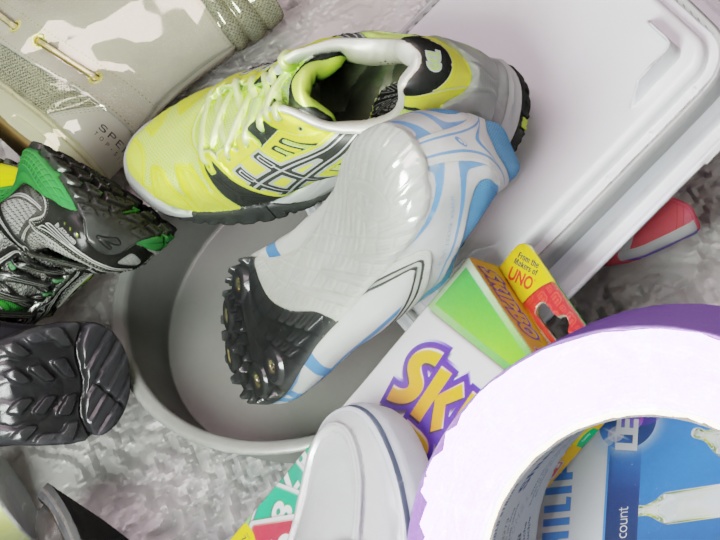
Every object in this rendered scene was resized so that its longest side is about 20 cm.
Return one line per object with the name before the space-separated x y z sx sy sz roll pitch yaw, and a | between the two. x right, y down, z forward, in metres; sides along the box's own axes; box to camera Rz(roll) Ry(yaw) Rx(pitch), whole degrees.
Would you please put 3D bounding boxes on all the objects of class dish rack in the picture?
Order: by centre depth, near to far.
dish rack | 0.064 -0.069 1.223 0.200 0.044 0.172 -46 50 7

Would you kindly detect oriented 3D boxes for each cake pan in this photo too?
cake pan | -0.018 0.006 1.286 0.200 0.037 0.200 -12 53 17

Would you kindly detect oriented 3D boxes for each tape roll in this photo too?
tape roll | 0.121 0.115 1.053 0.200 0.066 0.200 3 98 20

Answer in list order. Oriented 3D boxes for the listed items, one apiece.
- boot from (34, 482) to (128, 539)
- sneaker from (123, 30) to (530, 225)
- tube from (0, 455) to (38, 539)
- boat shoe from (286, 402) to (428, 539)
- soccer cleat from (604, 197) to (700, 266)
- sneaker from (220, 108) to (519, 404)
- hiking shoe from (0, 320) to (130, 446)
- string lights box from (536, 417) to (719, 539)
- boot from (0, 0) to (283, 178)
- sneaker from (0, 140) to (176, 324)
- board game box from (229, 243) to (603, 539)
boot | -0.153 0.198 1.193 0.174 0.069 0.200 -46 30 8
sneaker | -0.027 -0.072 1.209 0.200 0.076 0.075 -12 62 31
tube | -0.244 0.154 1.284 0.200 0.052 0.058 -31 18 8
boat shoe | -0.012 0.140 1.100 0.074 0.065 0.200 -34 48 43
soccer cleat | 0.115 -0.090 1.276 0.073 0.068 0.200 -9 57 15
sneaker | 0.000 0.000 1.173 0.200 0.072 0.072 -46 55 48
hiking shoe | -0.211 0.058 1.263 0.101 0.200 0.076 169 102 -69
string lights box | 0.173 0.091 1.121 0.200 0.059 0.103 -7 57 21
boot | -0.147 -0.140 1.430 0.155 0.072 0.200 -43 55 -7
sneaker | -0.150 -0.005 1.303 0.085 0.078 0.200 -64 19 -14
board game box | 0.024 0.086 1.161 0.200 0.030 0.096 -49 49 19
